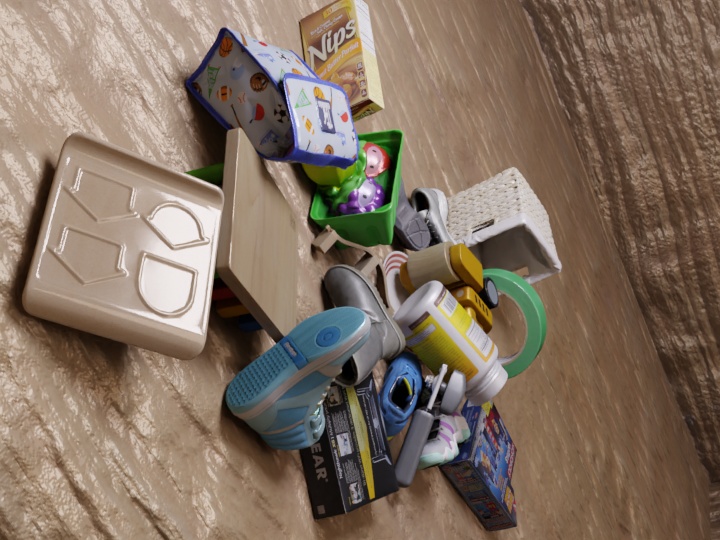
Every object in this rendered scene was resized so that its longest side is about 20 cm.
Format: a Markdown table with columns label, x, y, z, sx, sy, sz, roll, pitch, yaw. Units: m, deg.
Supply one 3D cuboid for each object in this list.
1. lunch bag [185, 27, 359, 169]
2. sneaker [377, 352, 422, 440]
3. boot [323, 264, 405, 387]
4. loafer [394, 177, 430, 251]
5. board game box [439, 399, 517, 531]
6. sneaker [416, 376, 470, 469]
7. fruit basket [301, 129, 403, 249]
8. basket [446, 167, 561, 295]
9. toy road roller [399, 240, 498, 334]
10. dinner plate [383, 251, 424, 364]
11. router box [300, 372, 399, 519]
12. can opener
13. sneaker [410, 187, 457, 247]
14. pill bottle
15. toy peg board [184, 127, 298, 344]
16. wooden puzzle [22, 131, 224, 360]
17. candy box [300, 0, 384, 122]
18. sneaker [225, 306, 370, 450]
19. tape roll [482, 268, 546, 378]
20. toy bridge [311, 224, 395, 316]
| label | x | y | z | sx | sy | sz | roll | pitch | yaw |
| --- | --- | --- | --- | --- | --- | --- | --- | --- | --- |
| lunch bag | -0.103 | -0.218 | 1.148 | 0.201 | 0.124 | 0.169 | 49 | 24 | 20 |
| sneaker | 0.070 | 0.182 | 1.334 | 0.065 | 0.079 | 0.201 | 35 | 33 | -1 |
| boot | -0.026 | 0.073 | 1.196 | 0.182 | 0.073 | 0.199 | 46 | 26 | 15 |
| loafer | 0.053 | -0.119 | 1.538 | 0.072 | 0.062 | 0.202 | -41 | 108 | -29 |
| board game box | 0.229 | 0.360 | 1.558 | 0.203 | 0.061 | 0.201 | 63 | 28 | -19 |
| sneaker | 0.115 | 0.239 | 1.415 | 0.143 | 0.076 | 0.200 | 70 | 18 | 0 |
| fruit basket | -0.016 | -0.162 | 1.345 | 0.215 | 0.152 | 0.222 | -5 | 90 | -75 |
| basket | 0.290 | -0.074 | 1.794 | 0.200 | 0.195 | 0.164 | 41 | 35 | -43 |
| toy road roller | 0.160 | 0.061 | 1.493 | 0.200 | 0.121 | 0.149 | 45 | 37 | -41 |
| dinner plate | 0.082 | 0.067 | 1.502 | 0.200 | 0.024 | 0.204 | 42 | 39 | -46 |
| router box | -0.023 | 0.222 | 1.178 | 0.156 | 0.051 | 0.205 | 5 | 70 | -60 |
| can opener | 0.104 | 0.238 | 1.311 | 0.053 | 0.065 | 0.203 | 90 | 25 | -73 |
| sneaker | 0.138 | -0.068 | 1.648 | 0.078 | 0.073 | 0.204 | 13 | 56 | -48 |
| pill bottle | 0.151 | 0.123 | 1.403 | 0.201 | 0.109 | 0.110 | 48 | 32 | -8 |
| toy peg board | -0.157 | -0.028 | 1.062 | 0.200 | 0.095 | 0.204 | 60 | 25 | -54 |
| wooden puzzle | -0.239 | -0.021 | 0.882 | 0.182 | 0.046 | 0.204 | 20 | 57 | -27 |
| candy box | -0.033 | -0.349 | 1.437 | 0.055 | 0.113 | 0.205 | 20 | 57 | -57 |
| sneaker | -0.056 | 0.140 | 1.052 | 0.132 | 0.198 | 0.080 | 59 | -3 | -36 |
| tape roll | 0.248 | 0.102 | 1.598 | 0.048 | 0.197 | 0.205 | -23 | 94 | -62 |
| toy bridge | 0.000 | 0.000 | 1.345 | 0.067 | 0.027 | 0.201 | -46 | 124 | -14 |
